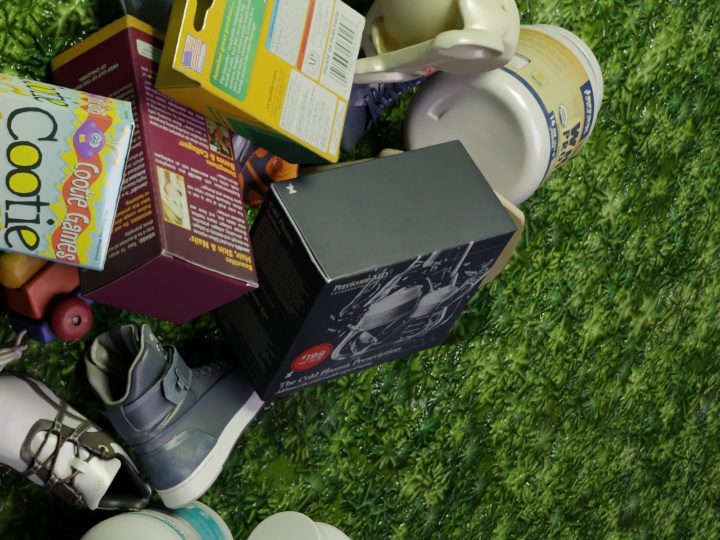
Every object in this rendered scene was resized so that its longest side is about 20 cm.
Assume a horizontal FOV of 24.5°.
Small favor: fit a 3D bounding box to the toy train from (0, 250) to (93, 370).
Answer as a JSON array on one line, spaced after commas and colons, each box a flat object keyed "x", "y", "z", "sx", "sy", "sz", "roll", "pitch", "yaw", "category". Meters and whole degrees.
[{"x": -0.259, "y": 0.002, "z": 1.255, "sx": 0.200, "sy": 0.085, "sz": 0.116, "roll": -45, "pitch": 127, "yaw": -25, "category": "toy train"}]

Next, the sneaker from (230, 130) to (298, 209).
[{"x": -0.117, "y": -0.052, "z": 1.366, "sx": 0.112, "sy": 0.078, "sz": 0.200, "roll": 13, "pitch": 119, "yaw": -52, "category": "sneaker"}]

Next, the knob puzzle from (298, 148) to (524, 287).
[{"x": 0.055, "y": -0.044, "z": 1.530, "sx": 0.220, "sy": 0.219, "sz": 0.031, "roll": 68, "pitch": 26, "yaw": -43, "category": "knob puzzle"}]

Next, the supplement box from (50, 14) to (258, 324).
[{"x": -0.156, "y": -0.073, "z": 1.244, "sx": 0.110, "sy": 0.085, "sz": 0.201, "roll": 21, "pitch": 51, "yaw": -52, "category": "supplement box"}]

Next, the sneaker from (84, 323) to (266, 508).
[{"x": -0.153, "y": 0.083, "z": 1.420, "sx": 0.146, "sy": 0.077, "sz": 0.203, "roll": 55, "pitch": 33, "yaw": -20, "category": "sneaker"}]

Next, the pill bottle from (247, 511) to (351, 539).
[{"x": -0.037, "y": 0.320, "z": 1.653, "sx": 0.112, "sy": 0.112, "sz": 0.200, "roll": -55, "pitch": 140, "yaw": -15, "category": "pill bottle"}]

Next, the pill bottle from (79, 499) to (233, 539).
[{"x": -0.179, "y": 0.255, "z": 1.391, "sx": 0.200, "sy": 0.110, "sz": 0.111, "roll": 6, "pitch": 105, "yaw": -79, "category": "pill bottle"}]

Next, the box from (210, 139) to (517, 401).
[{"x": 0.000, "y": 0.000, "z": 1.414, "sx": 0.199, "sy": 0.104, "sz": 0.182, "roll": -16, "pitch": 151, "yaw": -32, "category": "box"}]

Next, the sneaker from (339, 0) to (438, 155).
[{"x": 0.036, "y": -0.183, "z": 1.469, "sx": 0.075, "sy": 0.084, "sz": 0.200, "roll": 72, "pitch": 41, "yaw": -63, "category": "sneaker"}]

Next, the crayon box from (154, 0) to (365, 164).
[{"x": -0.082, "y": -0.172, "z": 1.256, "sx": 0.200, "sy": 0.051, "sz": 0.126, "roll": 27, "pitch": 70, "yaw": -51, "category": "crayon box"}]

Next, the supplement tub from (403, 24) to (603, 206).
[{"x": 0.142, "y": -0.150, "z": 1.575, "sx": 0.200, "sy": 0.144, "sz": 0.145, "roll": -40, "pitch": 138, "yaw": -54, "category": "supplement tub"}]

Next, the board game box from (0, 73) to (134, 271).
[{"x": -0.260, "y": -0.079, "z": 1.105, "sx": 0.199, "sy": 0.105, "sz": 0.103, "roll": 12, "pitch": 101, "yaw": -12, "category": "board game box"}]

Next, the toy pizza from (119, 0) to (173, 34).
[{"x": -0.122, "y": -0.257, "z": 1.321, "sx": 0.200, "sy": 0.032, "sz": 0.201, "roll": -25, "pitch": 125, "yaw": -41, "category": "toy pizza"}]

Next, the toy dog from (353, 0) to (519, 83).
[{"x": 0.070, "y": -0.268, "z": 1.384, "sx": 0.193, "sy": 0.139, "sz": 0.201, "roll": -6, "pitch": 87, "yaw": -38, "category": "toy dog"}]

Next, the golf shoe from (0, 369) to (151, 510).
[{"x": -0.242, "y": 0.141, "z": 1.331, "sx": 0.200, "sy": 0.094, "sz": 0.078, "roll": 33, "pitch": 83, "yaw": -50, "category": "golf shoe"}]
